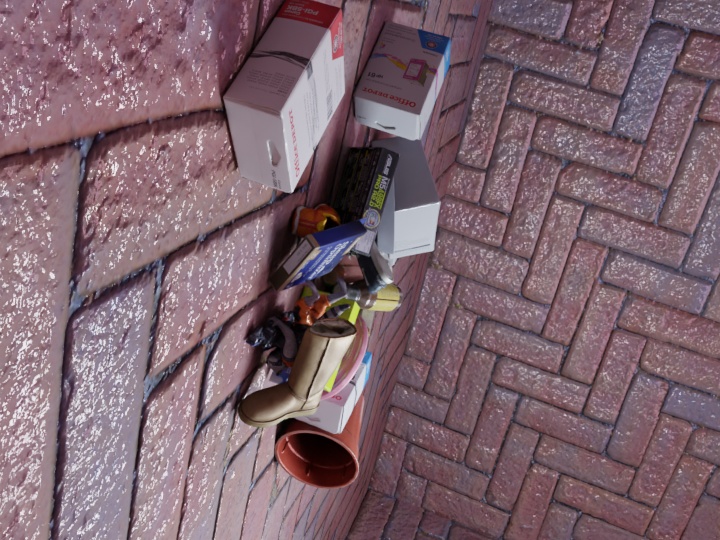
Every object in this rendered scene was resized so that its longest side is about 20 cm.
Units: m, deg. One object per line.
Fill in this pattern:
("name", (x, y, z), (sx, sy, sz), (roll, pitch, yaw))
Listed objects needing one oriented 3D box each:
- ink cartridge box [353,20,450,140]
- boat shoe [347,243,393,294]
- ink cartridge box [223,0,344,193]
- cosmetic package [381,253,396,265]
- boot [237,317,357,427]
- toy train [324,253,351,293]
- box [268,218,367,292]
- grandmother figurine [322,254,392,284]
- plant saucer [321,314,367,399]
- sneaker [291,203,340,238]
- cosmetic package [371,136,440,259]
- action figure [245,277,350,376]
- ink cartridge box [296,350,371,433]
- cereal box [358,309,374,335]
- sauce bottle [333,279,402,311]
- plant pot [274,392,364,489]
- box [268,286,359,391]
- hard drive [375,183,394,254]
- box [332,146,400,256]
("ink cartridge box", (0.084, -0.379, 1.412), (0.085, 0.141, 0.204), (81, 28, -66))
("boat shoe", (0.005, -0.044, 1.483), (0.061, 0.203, 0.075), (-33, 157, 16))
("ink cartridge box", (-0.093, -0.229, 0.924), (0.148, 0.081, 0.203), (90, 20, -56))
("cosmetic package", (0.076, -0.119, 1.871), (0.201, 0.105, 0.092), (-58, 162, -47))
("boot", (-0.113, 0.173, 1.230), (0.172, 0.066, 0.203), (-7, 135, -39))
("toy train", (-0.027, -0.029, 1.621), (0.042, 0.055, 0.203), (87, 23, -61))
("box", (-0.063, -0.031, 1.246), (0.121, 0.033, 0.199), (-46, 168, 32))
("grandmother figurine", (0.000, 0.000, 1.567), (0.198, 0.060, 0.125), (-2, 102, -50))
("plant saucer", (-0.071, 0.166, 1.473), (0.051, 0.198, 0.204), (37, 63, -33))
("sneaker", (-0.067, -0.079, 1.299), (0.200, 0.075, 0.075), (-35, 140, -75))
("cosmetic package", (0.100, -0.172, 1.659), (0.202, 0.120, 0.203), (90, -12, -59))
("action figure", (-0.113, 0.107, 1.248), (0.195, 0.104, 0.200), (-55, 170, 20))
("ink cartridge box", (-0.072, 0.251, 1.593), (0.201, 0.141, 0.086), (-57, 160, -55))
("cereal box", (-0.030, 0.118, 1.599), (0.143, 0.040, 0.201), (-38, -163, 23))
("sauce bottle", (0.016, 0.052, 1.521), (0.198, 0.064, 0.066), (11, 98, -54))
("plant pot", (-0.080, 0.365, 1.659), (0.197, 0.196, 0.204), (-72, 173, -50))
("box", (-0.089, 0.144, 1.395), (0.048, 0.119, 0.204), (55, 52, -62))
("hard drive", (0.033, -0.143, 1.544), (0.134, 0.041, 0.206), (-155, -118, -66))
("box", (-0.001, -0.140, 1.398), (0.160, 0.043, 0.205), (19, -87, 66))
